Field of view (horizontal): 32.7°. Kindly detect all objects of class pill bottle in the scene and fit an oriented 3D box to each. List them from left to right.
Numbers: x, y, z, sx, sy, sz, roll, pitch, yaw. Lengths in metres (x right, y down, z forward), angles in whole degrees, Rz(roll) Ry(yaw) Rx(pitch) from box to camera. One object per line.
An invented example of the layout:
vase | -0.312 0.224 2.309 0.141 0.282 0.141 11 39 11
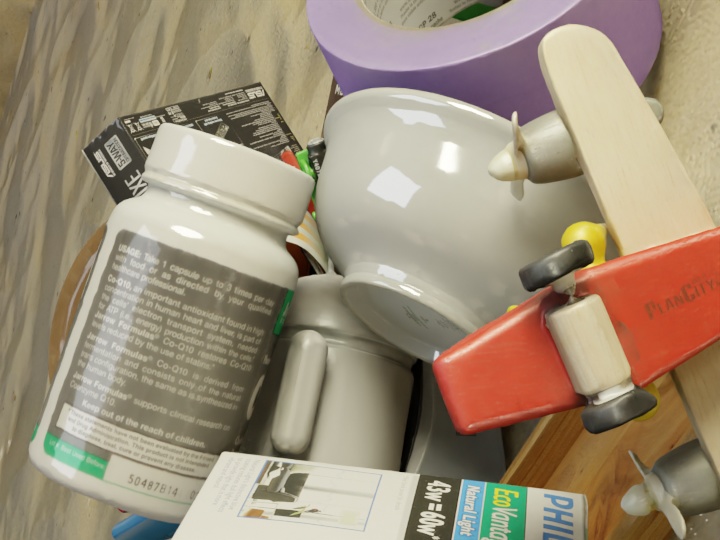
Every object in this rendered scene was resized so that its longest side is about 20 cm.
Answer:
pill bottle | -0.101 0.028 0.689 0.113 0.112 0.202 16 86 63

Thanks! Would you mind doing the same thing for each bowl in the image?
bowl | 0.049 -0.005 0.689 0.201 0.200 0.091 -8 50 62

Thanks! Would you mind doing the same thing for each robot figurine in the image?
robot figurine | -0.026 0.090 0.784 0.170 0.112 0.202 76 -157 -73

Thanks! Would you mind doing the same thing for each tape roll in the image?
tape roll | 0.073 -0.157 0.729 0.198 0.085 0.201 -15 46 16

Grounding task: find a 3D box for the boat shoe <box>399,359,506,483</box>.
boat shoe | 0.053 0.114 0.808 0.066 0.069 0.202 139 135 -72

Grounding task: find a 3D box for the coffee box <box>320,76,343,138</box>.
coffee box | 0.045 -0.094 0.884 0.200 0.079 0.114 27 107 63

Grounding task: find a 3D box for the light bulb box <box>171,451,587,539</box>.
light bulb box | 0.008 0.215 0.620 0.125 0.198 0.200 -63 -23 -70

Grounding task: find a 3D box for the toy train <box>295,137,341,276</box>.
toy train | 0.000 0.000 0.876 0.056 0.041 0.202 -145 34 -76

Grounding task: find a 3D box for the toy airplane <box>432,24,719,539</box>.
toy airplane | 0.137 0.012 0.559 0.141 0.198 0.202 -34 34 66

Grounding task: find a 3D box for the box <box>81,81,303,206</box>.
box | -0.104 -0.061 0.978 0.050 0.200 0.159 -34 88 32

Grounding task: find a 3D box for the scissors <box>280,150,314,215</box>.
scissors | -0.014 -0.007 0.966 0.201 0.014 0.073 62 177 2

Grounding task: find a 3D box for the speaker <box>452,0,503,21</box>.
speaker | 0.091 -0.281 0.865 0.088 0.088 0.202 48 122 58

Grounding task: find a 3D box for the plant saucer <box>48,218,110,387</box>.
plant saucer | -0.144 0.042 0.808 0.199 0.029 0.202 -12 71 39

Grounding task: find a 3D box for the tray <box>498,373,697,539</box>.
tray | 0.130 0.121 0.682 0.201 0.037 0.099 -63 31 30

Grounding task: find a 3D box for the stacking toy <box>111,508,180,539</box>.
stacking toy | -0.142 0.083 0.870 0.110 0.115 0.202 -36 72 54

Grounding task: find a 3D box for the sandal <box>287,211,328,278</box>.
sandal | -0.053 0.008 0.880 0.059 0.079 0.208 -36 42 39
